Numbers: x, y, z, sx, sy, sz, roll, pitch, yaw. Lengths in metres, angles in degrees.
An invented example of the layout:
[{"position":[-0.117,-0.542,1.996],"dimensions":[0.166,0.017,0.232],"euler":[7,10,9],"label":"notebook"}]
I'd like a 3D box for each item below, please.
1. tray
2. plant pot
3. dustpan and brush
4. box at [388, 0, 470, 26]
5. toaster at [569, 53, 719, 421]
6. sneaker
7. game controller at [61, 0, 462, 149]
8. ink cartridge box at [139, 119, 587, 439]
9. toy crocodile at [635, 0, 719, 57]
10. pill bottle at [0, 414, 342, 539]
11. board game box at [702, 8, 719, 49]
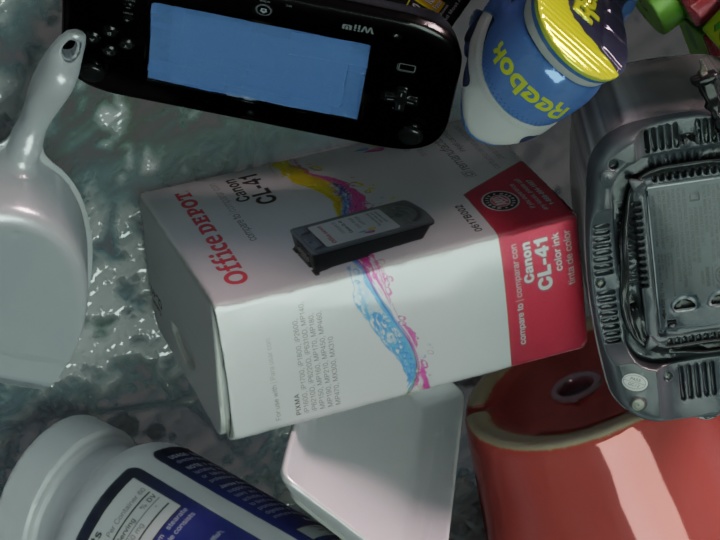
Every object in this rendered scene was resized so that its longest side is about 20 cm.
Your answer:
[{"position":[0.004,0.091,1.398],"dimensions":[0.107,0.200,0.022],"euler":[40,115,-15],"label":"tray"},{"position":[0.152,0.134,1.505],"dimensions":[0.200,0.200,0.178],"euler":[-25,114,-7],"label":"plant pot"},{"position":[-0.181,-0.034,1.339],"dimensions":[0.139,0.057,0.200],"euler":[13,130,-28],"label":"dustpan and brush"},{"position":[-0.002,-0.213,1.324],"dimensions":[0.193,0.048,0.200],"euler":[29,103,-35],"label":"box"},{"position":[0.166,-0.029,1.368],"dimensions":[0.113,0.129,0.200],"euler":[-10,113,0],"label":"toaster"},{"position":[0.092,-0.126,1.338],"dimensions":[0.074,0.200,0.082],"euler":[41,116,-6],"label":"sneaker"},{"position":[-0.050,-0.110,1.312],"dimensions":[0.200,0.042,0.104],"euler":[11,155,0],"label":"game controller"},{"position":[0.000,0.000,1.382],"dimensions":[0.200,0.148,0.086],"euler":[-13,119,-16],"label":"ink cartridge box"},{"position":[0.201,-0.128,1.444],"dimensions":[0.067,0.062,0.200],"euler":[-35,125,-1],"label":"toy crocodile"},{"position":[-0.092,0.160,1.392],"dimensions":[0.116,0.200,0.116],"euler":[-38,143,-37],"label":"pill bottle"},{"position":[0.279,-0.071,1.402],"dimensions":[0.200,0.102,0.048],"euler":[36,104,-29],"label":"board game box"}]
